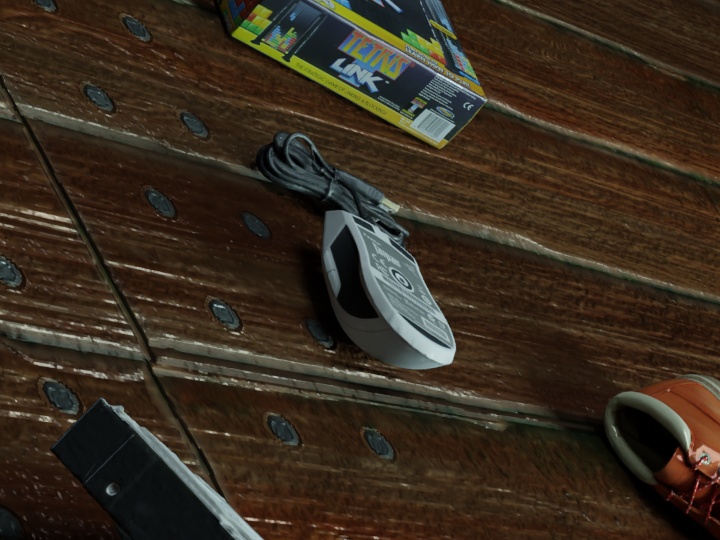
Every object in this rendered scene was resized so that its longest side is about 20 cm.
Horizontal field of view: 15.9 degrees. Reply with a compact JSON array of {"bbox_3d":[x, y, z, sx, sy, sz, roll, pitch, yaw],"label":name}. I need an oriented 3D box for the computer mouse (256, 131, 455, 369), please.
[{"bbox_3d":[0.000,0.000,1.514,0.110,0.044,0.200,36,18,-31],"label":"computer mouse"}]

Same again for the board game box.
[{"bbox_3d":[-0.019,-0.189,1.783,0.200,0.057,0.166,26,30,-37],"label":"board game box"}]

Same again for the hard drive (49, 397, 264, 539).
[{"bbox_3d":[-0.036,0.147,1.094,0.200,0.038,0.140,42,-5,32],"label":"hard drive"}]

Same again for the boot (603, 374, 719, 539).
[{"bbox_3d":[0.234,0.146,1.623,0.107,0.075,0.200,4,36,-52],"label":"boot"}]
